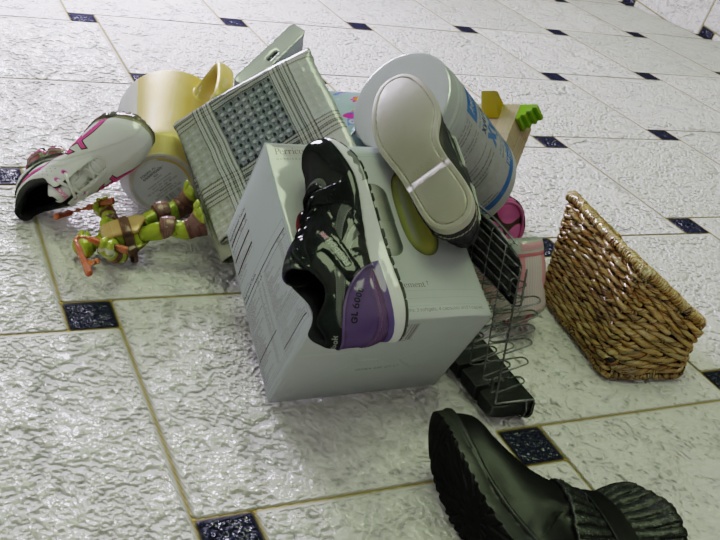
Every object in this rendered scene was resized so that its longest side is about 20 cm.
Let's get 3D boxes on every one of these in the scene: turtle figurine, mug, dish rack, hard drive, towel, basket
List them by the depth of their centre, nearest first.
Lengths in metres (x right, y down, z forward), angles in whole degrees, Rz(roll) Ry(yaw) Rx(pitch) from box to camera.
[{"bbox_3d":[0.127,0.035,0.967,0.054,0.203,0.154,-10,34,-23],"label":"dish rack"},{"bbox_3d":[-0.254,-0.040,1.075,0.159,0.065,0.200,-18,25,-12],"label":"turtle figurine"},{"bbox_3d":[-0.105,-0.131,1.080,0.190,0.035,0.202,-26,68,6],"label":"towel"},{"bbox_3d":[0.322,0.014,1.138,0.140,0.151,0.201,3,28,-18],"label":"basket"},{"bbox_3d":[-0.241,-0.165,1.209,0.147,0.189,0.154,6,36,-8],"label":"mug"},{"bbox_3d":[-0.128,-0.208,1.261,0.026,0.201,0.132,30,55,11],"label":"hard drive"}]

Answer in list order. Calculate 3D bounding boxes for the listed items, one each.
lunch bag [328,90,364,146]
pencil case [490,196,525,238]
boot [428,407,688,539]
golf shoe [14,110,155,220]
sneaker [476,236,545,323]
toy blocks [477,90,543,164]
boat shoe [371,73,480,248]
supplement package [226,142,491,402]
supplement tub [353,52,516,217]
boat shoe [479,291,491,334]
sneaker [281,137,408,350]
[{"bbox_3d":[-0.066,-0.130,1.174,0.168,0.123,0.200,11,44,34],"label":"lunch bag"},{"bbox_3d":[0.155,-0.107,1.361,0.092,0.092,0.201,-5,30,-17],"label":"pencil case"},{"bbox_3d":[0.160,0.191,0.811,0.155,0.080,0.212,-10,46,-25],"label":"boot"},{"bbox_3d":[-0.318,-0.113,1.109,0.198,0.073,0.093,-22,40,27],"label":"golf shoe"},{"bbox_3d":[0.157,0.015,1.165,0.074,0.107,0.200,-12,6,-24],"label":"sneaker"},{"bbox_3d":[0.134,-0.154,1.291,0.197,0.100,0.138,7,61,35],"label":"toy blocks"},{"bbox_3d":[0.065,-0.106,0.942,0.072,0.063,0.202,-28,56,11],"label":"boat shoe"},{"bbox_3d":[-0.009,0.000,0.950,0.188,0.148,0.202,-2,58,-27],"label":"supplement package"},{"bbox_3d":[0.093,-0.149,1.140,0.131,0.133,0.200,36,-1,38],"label":"supplement tub"},{"bbox_3d":[0.091,-0.019,1.093,0.201,0.070,0.071,52,40,6],"label":"boat shoe"},{"bbox_3d":[-0.030,-0.028,0.818,0.086,0.076,0.202,-9,61,-22],"label":"sneaker"}]
